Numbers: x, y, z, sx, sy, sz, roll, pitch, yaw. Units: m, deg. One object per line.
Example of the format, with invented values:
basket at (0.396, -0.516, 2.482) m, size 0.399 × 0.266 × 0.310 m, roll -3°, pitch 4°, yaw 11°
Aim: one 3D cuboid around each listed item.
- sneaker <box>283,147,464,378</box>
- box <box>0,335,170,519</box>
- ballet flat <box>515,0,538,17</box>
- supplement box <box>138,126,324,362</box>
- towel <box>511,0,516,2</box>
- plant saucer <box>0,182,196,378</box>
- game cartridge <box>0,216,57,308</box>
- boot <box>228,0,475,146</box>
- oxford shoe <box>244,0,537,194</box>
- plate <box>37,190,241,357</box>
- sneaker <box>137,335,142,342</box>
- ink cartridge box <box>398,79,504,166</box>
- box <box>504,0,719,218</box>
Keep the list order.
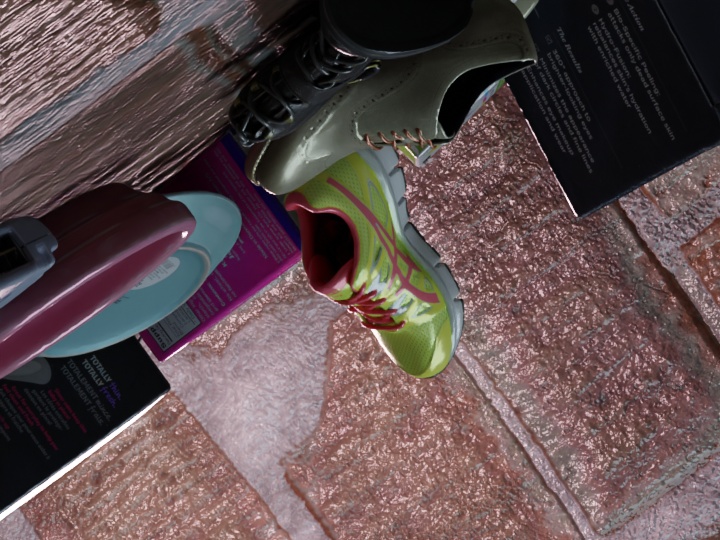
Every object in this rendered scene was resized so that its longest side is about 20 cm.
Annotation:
sneaker at (0.000, 0.000, 1.768) m, size 0.078 × 0.201 × 0.090 m, roll 0°, pitch -143°, yaw 41°
box at (-0.255, 0.101, 1.877) m, size 0.200 × 0.123 × 0.106 m, roll -35°, pitch 179°, yaw -22°
ballet flat at (0.035, -0.156, 1.739) m, size 0.200 × 0.070 × 0.069 m, roll -35°, pitch 180°, yaw 25°
supplement box at (-0.091, -0.034, 1.878) m, size 0.200 × 0.104 × 0.101 m, roll -35°, pitch -178°, yaw 45°
towel at (0.035, -0.154, 1.631) m, size 0.200 × 0.031 × 0.149 m, roll -37°, pitch 165°, yaw 24°
plant saucer at (-0.192, 0.009, 1.592) m, size 0.200 × 0.051 × 0.201 m, roll -35°, pitch 177°, yaw -2°
game cartridge at (-0.249, 0.034, 1.402) m, size 0.133 × 0.041 × 0.200 m, roll -40°, pitch 178°, yaw 20°
boot at (-0.011, -0.119, 1.447) m, size 0.174 × 0.069 × 0.200 m, roll -37°, pitch -179°, yaw 34°
oxford shoe at (0.016, -0.099, 1.590) m, size 0.200 × 0.074 × 0.071 m, roll -38°, pitch 162°, yaw 19°
plate at (-0.165, 0.013, 1.756) m, size 0.199 × 0.026 × 0.200 m, roll -24°, pitch 160°, yaw -9°
sneaker at (-0.169, 0.014, 2.085) m, size 0.200 × 0.081 × 0.075 m, roll -35°, pitch 177°, yaw -45°
ink cartridge box at (0.023, -0.112, 2.135) m, size 0.200 × 0.076 × 0.148 m, roll -46°, pitch 179°, yaw 1°
box at (0.188, -0.167, 1.768) m, size 0.117 × 0.198 × 0.200 m, roll -27°, pitch 179°, yaw -29°
